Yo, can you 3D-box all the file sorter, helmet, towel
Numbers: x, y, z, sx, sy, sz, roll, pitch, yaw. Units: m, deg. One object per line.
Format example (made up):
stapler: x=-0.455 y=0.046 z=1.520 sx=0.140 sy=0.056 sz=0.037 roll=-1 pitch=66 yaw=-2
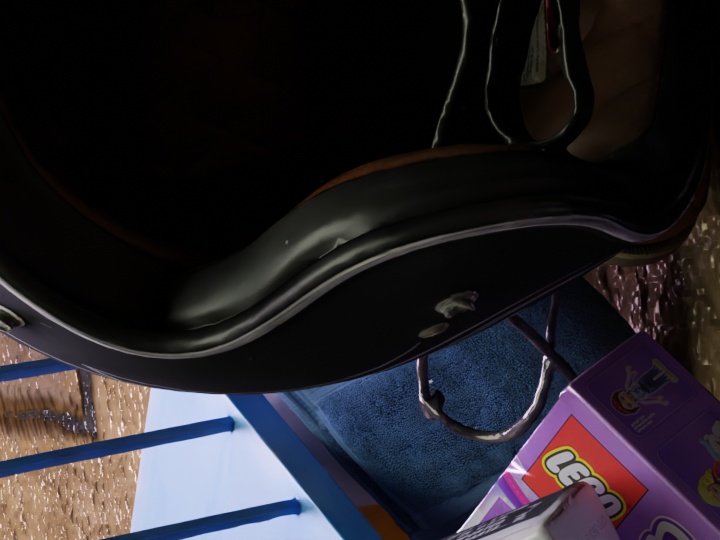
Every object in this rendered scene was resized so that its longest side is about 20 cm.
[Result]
file sorter: x=-0.069 y=0.133 z=0.908 sx=0.200 sy=0.123 sz=0.139 roll=47 pitch=137 yaw=44
helmet: x=-0.028 y=-0.060 z=0.702 sx=0.191 sy=0.200 sz=0.200 roll=-11 pitch=81 yaw=24
towel: x=0.000 y=0.000 z=0.888 sx=0.112 sy=0.200 sz=0.049 roll=-28 pitch=23 yaw=36

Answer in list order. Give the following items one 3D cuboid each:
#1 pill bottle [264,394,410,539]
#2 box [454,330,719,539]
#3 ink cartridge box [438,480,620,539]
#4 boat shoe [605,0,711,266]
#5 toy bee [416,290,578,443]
pill bottle: x=-0.021 y=0.081 z=1.047 sx=0.111 sy=0.111 sz=0.200 roll=-127 pitch=39 yaw=-52
box: x=0.100 y=0.131 z=0.718 sx=0.200 sy=0.039 sz=0.137 roll=45 pitch=131 yaw=13
ink cartridge box: x=0.019 y=0.176 z=0.727 sx=0.198 sy=0.043 sz=0.200 roll=-25 pitch=92 yaw=32
boat shoe: x=0.067 y=-0.103 z=0.857 sx=0.068 sy=0.072 sz=0.200 roll=131 pitch=130 yaw=-61
toy bee: x=0.109 y=0.084 z=0.788 sx=0.131 sy=0.109 sz=0.200 roll=0 pitch=109 yaw=36
